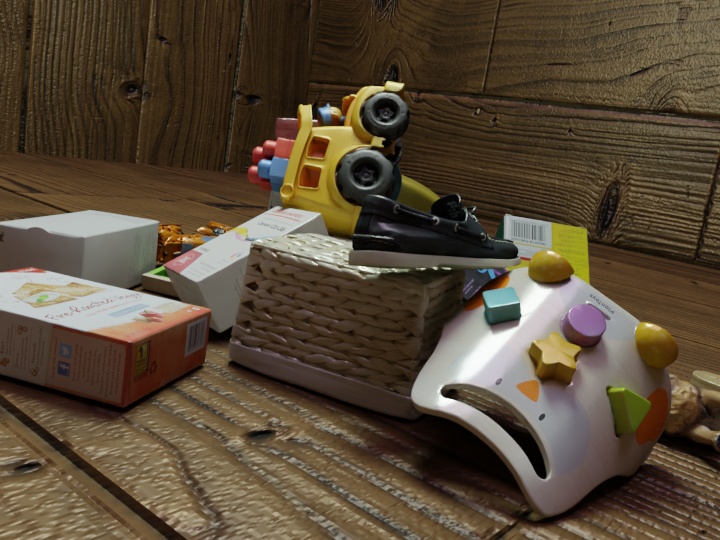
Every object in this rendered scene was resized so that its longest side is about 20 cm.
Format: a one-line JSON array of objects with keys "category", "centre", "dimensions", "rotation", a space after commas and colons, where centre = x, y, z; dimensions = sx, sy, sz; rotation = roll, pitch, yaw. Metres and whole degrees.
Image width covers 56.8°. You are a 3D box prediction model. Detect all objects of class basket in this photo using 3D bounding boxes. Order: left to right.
[{"category": "basket", "centre": [-0.007, 0.042, 0.642], "dimensions": [0.200, 0.124, 0.136], "rotation": [15, 13, 23]}]

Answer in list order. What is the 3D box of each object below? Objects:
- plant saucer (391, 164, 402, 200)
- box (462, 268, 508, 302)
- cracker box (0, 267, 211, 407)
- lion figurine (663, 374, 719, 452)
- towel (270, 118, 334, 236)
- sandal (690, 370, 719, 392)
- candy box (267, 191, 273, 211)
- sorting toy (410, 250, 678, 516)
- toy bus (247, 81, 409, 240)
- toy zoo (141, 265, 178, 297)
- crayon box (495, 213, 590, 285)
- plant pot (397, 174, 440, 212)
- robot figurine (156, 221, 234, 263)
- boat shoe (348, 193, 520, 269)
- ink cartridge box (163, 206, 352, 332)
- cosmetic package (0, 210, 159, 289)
[{"category": "plant saucer", "centre": [-0.034, -0.144, 1.056], "dimensions": [0.200, 0.200, 0.027], "rotation": [7, 49, -11]}, {"category": "box", "centre": [0.148, 0.025, 0.819], "dimensions": [0.200, 0.036, 0.143], "rotation": [38, 30, 10]}, {"category": "cracker box", "centre": [-0.250, 0.049, 0.573], "dimensions": [0.200, 0.058, 0.134], "rotation": [11, 10, 12]}, {"category": "lion figurine", "centre": [0.349, 0.140, 0.624], "dimensions": [0.200, 0.073, 0.122], "rotation": [23, -4, -5]}, {"category": "towel", "centre": [-0.052, -0.108, 0.933], "dimensions": [0.144, 0.200, 0.023], "rotation": [3, 5, -13]}, {"category": "sandal", "centre": [0.475, 0.133, 0.727], "dimensions": [0.078, 0.070, 0.212], "rotation": [0, 14, -42]}, {"category": "candy box", "centre": [-0.060, -0.080, 1.030], "dimensions": [0.167, 0.200, 0.072], "rotation": [8, 38, -11]}, {"category": "sorting toy", "centre": [0.134, 0.090, 0.510], "dimensions": [0.200, 0.107, 0.180], "rotation": [39, 47, 20]}, {"category": "toy bus", "centre": [-0.042, -0.149, 0.857], "dimensions": [0.192, 0.200, 0.136], "rotation": [14, -14, 4]}, {"category": "toy zoo", "centre": [-0.181, 0.000, 0.911], "dimensions": [0.131, 0.021, 0.200], "rotation": [12, 20, 19]}, {"category": "crayon box", "centre": [0.256, 0.025, 0.943], "dimensions": [0.127, 0.200, 0.051], "rotation": [10, -29, -2]}, {"category": "plant pot", "centre": [0.066, -0.081, 1.237], "dimensions": [0.200, 0.196, 0.194], "rotation": [19, 11, 2]}, {"category": "robot figurine", "centre": [-0.261, -0.044, 1.063], "dimensions": [0.145, 0.058, 0.200], "rotation": [19, 14, 37]}, {"category": "boat shoe", "centre": [0.071, -0.034, 0.578], "dimensions": [0.199, 0.066, 0.074], "rotation": [0, 1, -37]}, {"category": "ink cartridge box", "centre": [-0.109, -0.017, 0.767], "dimensions": [0.200, 0.068, 0.116], "rotation": [-31, 25, -25]}, {"category": "cosmetic package", "centre": [-0.334, -0.021, 0.803], "dimensions": [0.107, 0.085, 0.200], "rotation": [10, 11, 6]}]
